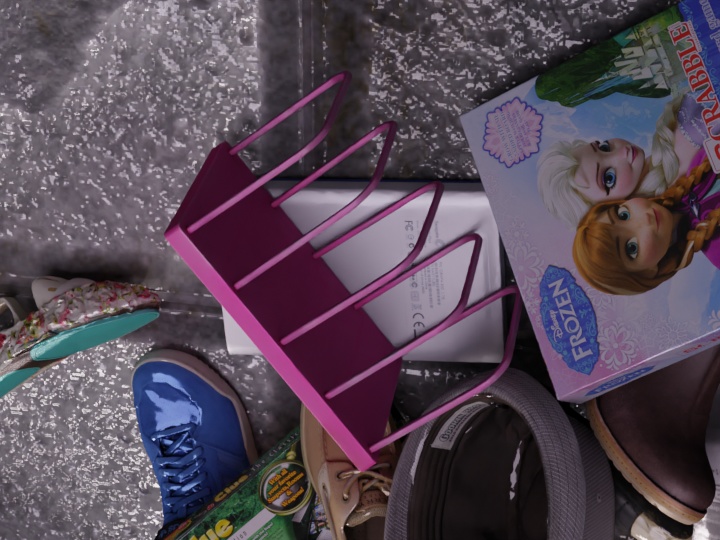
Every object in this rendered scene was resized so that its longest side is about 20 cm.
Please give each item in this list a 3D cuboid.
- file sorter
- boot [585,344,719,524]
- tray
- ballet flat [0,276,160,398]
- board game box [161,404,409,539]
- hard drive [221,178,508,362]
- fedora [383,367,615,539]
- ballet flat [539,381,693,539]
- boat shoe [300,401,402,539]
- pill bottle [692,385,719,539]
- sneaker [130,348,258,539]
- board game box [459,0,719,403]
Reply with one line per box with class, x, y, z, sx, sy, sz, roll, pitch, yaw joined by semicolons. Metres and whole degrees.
file sorter;-0.002;-0.007;1.166;0.125;0.139;0.200;-32;107;22
boot;0.214;0.039;1.144;0.072;0.200;0.166;22;125;-37
tray;0.059;0.224;1.269;0.037;0.099;0.201;13;83;-9
ballet flat;-0.237;0.042;1.319;0.200;0.076;0.064;-26;76;19
board game box;-0.042;0.174;1.301;0.200;0.023;0.105;-38;111;-14
hard drive;0.000;0.000;1.262;0.199;0.025;0.132;1;118;12
fedora;0.100;0.165;1.168;0.177;0.090;0.201;-6;77;50
ballet flat;0.151;0.135;1.227;0.066;0.200;0.057;13;107;-40
boat shoe;0.008;0.158;1.260;0.071;0.065;0.201;-11;85;-17
pill bottle;0.266;0.175;1.246;0.113;0.114;0.201;-2;117;14
sneaker;-0.120;0.162;1.329;0.076;0.111;0.200;-12;115;19
board game box;0.181;-0.047;1.121;0.199;0.041;0.201;-27;71;24
